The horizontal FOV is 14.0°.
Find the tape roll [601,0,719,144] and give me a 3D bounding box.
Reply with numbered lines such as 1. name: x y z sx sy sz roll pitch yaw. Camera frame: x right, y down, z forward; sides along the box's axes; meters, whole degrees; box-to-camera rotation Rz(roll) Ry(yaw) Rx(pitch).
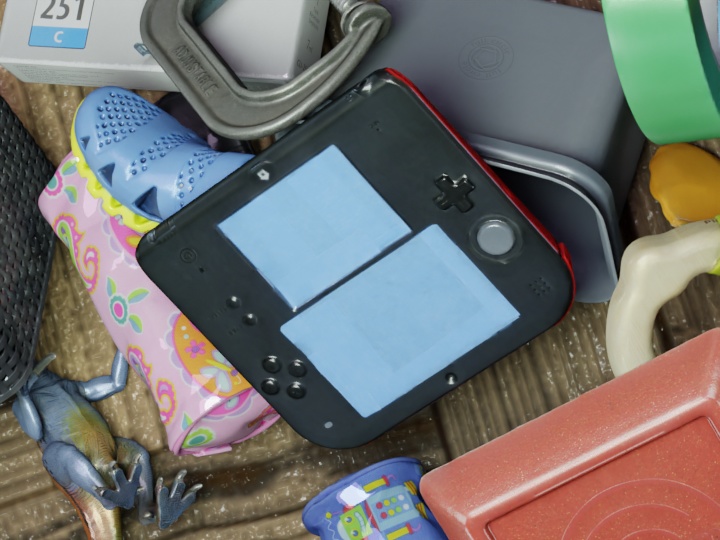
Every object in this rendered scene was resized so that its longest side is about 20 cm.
1. tape roll: 0.176 -0.171 1.618 0.048 0.200 0.201 -6 81 20

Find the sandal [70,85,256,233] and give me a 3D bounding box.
1. sandal: -0.079 -0.043 1.691 0.200 0.079 0.087 38 139 4

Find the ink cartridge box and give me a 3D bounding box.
1. ink cartridge box: -0.112 -0.198 1.795 0.200 0.045 0.176 5 75 21

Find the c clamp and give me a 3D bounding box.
1. c clamp: -0.045 -0.162 1.694 0.171 0.027 0.200 -31 45 1

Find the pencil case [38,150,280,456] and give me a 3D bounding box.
1. pencil case: -0.118 0.013 1.742 0.087 0.087 0.200 -36 69 13

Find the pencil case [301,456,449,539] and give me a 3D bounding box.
1. pencil case: 0.041 0.207 1.683 0.078 0.087 0.200 -31 73 13

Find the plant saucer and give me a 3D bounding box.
1. plant saucer: 0.163 0.160 1.622 0.200 0.037 0.200 -28 103 15

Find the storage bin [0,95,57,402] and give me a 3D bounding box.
1. storage bin: -0.266 -0.007 1.764 0.135 0.094 0.200 -17 40 20

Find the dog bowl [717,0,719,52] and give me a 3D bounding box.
1. dog bowl: 0.232 -0.123 1.600 0.050 0.200 0.112 -7 115 15

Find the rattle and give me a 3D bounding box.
1. rattle: 0.192 0.049 1.671 0.130 0.143 0.200 -24 118 -18

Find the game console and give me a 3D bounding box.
1. game console: 0.000 0.000 1.623 0.200 0.031 0.177 -34 114 26

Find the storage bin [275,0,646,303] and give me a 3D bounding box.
1. storage bin: 0.076 -0.080 1.690 0.200 0.146 0.134 15 62 22

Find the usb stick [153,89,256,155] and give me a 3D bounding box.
1. usb stick: -0.072 -0.024 1.781 0.055 0.033 0.200 -27 75 11

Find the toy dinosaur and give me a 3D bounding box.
1. toy dinosaur: -0.191 0.097 1.785 0.181 0.105 0.200 28 105 39
